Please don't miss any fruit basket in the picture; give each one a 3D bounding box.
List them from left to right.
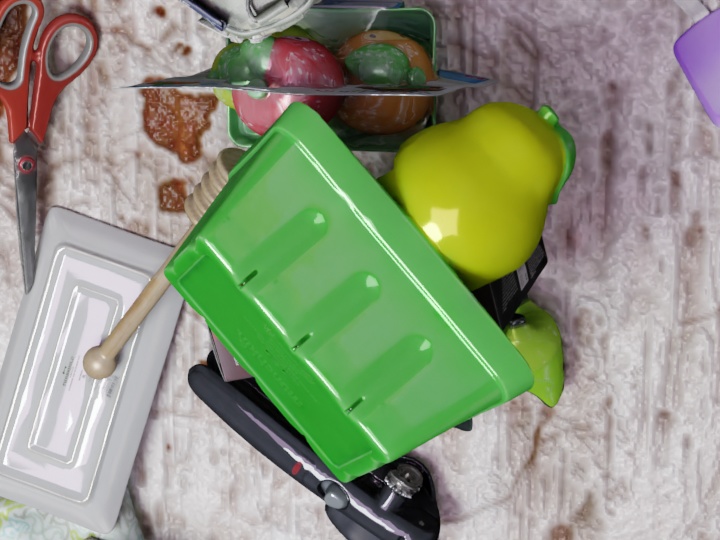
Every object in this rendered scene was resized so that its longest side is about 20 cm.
[{"bbox_3d":[-0.027,-0.118,1.403,0.185,0.200,0.094,3,93,16],"label":"fruit basket"},{"bbox_3d":[0.024,-0.012,1.316,0.215,0.155,0.216,4,76,-17],"label":"fruit basket"}]

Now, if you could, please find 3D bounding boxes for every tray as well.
[{"bbox_3d":[-0.188,0.068,1.581,0.107,0.022,0.201,19,99,8],"label":"tray"}]

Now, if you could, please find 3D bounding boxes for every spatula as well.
[{"bbox_3d":[0.181,-0.179,1.419,0.056,0.021,0.200,-34,95,24],"label":"spatula"}]

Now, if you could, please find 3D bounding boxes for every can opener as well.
[{"bbox_3d":[-0.030,0.122,1.554,0.200,0.063,0.079,38,114,1],"label":"can opener"}]

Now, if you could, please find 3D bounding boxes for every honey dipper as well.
[{"bbox_3d":[-0.122,0.002,1.506,0.038,0.038,0.200,39,125,1],"label":"honey dipper"}]

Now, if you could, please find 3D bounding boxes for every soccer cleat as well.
[{"bbox_3d":[0.033,0.066,1.520,0.199,0.068,0.081,-6,118,17],"label":"soccer cleat"}]

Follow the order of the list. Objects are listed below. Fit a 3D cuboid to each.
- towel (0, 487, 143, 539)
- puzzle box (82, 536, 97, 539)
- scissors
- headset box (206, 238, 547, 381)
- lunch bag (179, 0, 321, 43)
[{"bbox_3d":[-0.232,0.233,1.656,0.199,0.048,0.172,-14,104,19],"label":"towel"},{"bbox_3d":[-0.154,0.295,1.601,0.133,0.025,0.201,20,108,19],"label":"puzzle box"},{"bbox_3d":[-0.223,-0.082,1.543,0.073,0.014,0.201,9,108,-26],"label":"scissors"},{"bbox_3d":[0.000,0.000,1.459,0.199,0.149,0.075,-11,103,19],"label":"headset box"},{"bbox_3d":[-0.060,-0.229,1.374,0.139,0.200,0.168,-29,97,23],"label":"lunch bag"}]
